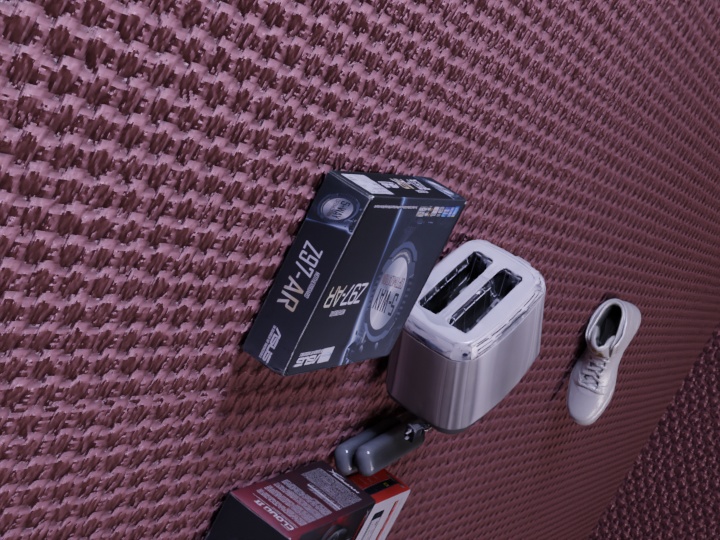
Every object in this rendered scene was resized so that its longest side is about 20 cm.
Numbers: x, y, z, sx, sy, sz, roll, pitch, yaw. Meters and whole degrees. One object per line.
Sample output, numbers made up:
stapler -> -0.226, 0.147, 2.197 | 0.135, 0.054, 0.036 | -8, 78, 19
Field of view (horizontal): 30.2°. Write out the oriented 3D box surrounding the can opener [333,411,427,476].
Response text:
can opener -> 0.039, 0.162, 1.410 | 0.200, 0.052, 0.067 | -27, 110, -54

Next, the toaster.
toaster -> 0.100, 0.064, 1.310 | 0.200, 0.113, 0.130 | -39, 148, -34

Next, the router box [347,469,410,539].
router box -> -0.043, 0.318, 1.431 | 0.201, 0.049, 0.179 | -63, 158, 13

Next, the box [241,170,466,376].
box -> 0.000, 0.000, 1.096 | 0.161, 0.043, 0.200 | -63, 158, 13

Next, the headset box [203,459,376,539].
headset box -> -0.086, 0.271, 1.240 | 0.150, 0.077, 0.200 | -62, 159, 14

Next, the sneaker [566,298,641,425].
sneaker -> 0.351, 0.134, 2.002 | 0.115, 0.073, 0.201 | 20, 92, -66
